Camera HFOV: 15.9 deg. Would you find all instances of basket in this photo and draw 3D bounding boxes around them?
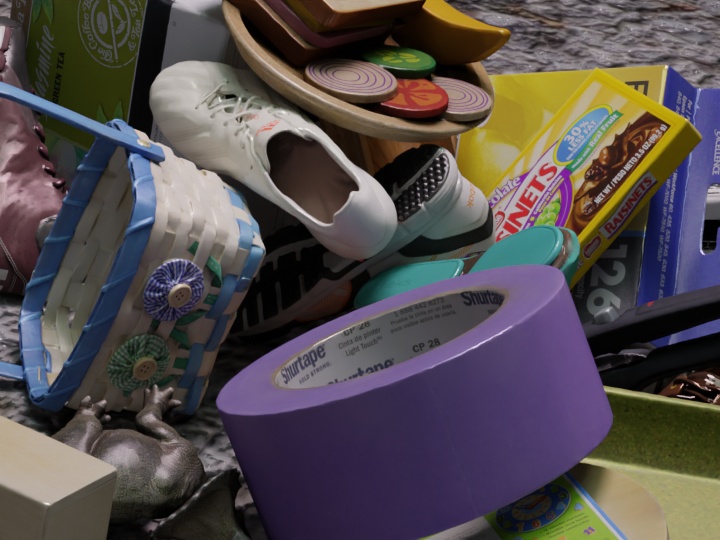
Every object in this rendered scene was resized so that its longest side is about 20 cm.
[{"bbox_3d":[-0.167,-0.009,1.519,0.199,0.177,0.139,17,22,-18],"label":"basket"}]

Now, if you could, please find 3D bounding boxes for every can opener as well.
[{"bbox_3d":[0.183,0.042,1.559,0.200,0.064,0.079,-23,13,32],"label":"can opener"}]

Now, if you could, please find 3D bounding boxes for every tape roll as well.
[{"bbox_3d":[0.029,0.073,1.388,0.199,0.085,0.200,-19,11,4],"label":"tape roll"}]

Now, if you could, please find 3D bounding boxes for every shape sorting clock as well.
[{"bbox_3d":[0.062,0.158,1.330,0.199,0.039,0.200,-13,29,7],"label":"shape sorting clock"}]

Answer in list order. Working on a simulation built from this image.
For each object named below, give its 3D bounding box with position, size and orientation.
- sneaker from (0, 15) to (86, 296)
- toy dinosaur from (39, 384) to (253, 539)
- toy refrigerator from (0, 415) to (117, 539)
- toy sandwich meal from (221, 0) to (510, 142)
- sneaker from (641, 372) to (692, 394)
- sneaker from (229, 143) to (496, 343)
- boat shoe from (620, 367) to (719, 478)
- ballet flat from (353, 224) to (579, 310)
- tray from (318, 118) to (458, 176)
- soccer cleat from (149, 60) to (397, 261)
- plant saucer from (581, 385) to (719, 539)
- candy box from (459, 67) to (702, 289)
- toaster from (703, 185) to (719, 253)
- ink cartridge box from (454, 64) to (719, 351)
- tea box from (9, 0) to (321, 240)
[{"bbox_3d":[-0.217,-0.065,1.704,0.115,0.076,0.201,17,62,-18],"label":"sneaker"},{"bbox_3d":[-0.139,0.107,1.378,0.199,0.077,0.102,12,14,-8],"label":"toy dinosaur"},{"bbox_3d":[-0.227,0.107,1.334,0.199,0.076,0.070,21,23,24],"label":"toy refrigerator"},{"bbox_3d":[0.002,-0.159,1.624,0.204,0.070,0.205,18,30,-11],"label":"toy sandwich meal"},{"bbox_3d":[0.170,0.037,1.745,0.115,0.076,0.201,7,28,-36],"label":"sneaker"},{"bbox_3d":[0.000,0.000,1.633,0.080,0.200,0.074,37,37,-37],"label":"sneaker"},{"bbox_3d":[0.203,0.094,1.597,0.072,0.068,0.200,23,24,26],"label":"boat shoe"},{"bbox_3d":[0.077,0.021,1.527,0.200,0.070,0.067,-14,33,53],"label":"ballet flat"},{"bbox_3d":[0.028,-0.054,1.719,0.037,0.201,0.098,-15,0,42],"label":"tray"},{"bbox_3d":[-0.057,-0.077,1.570,0.200,0.069,0.078,36,-5,27],"label":"soccer cleat"},{"bbox_3d":[0.182,0.149,1.441,0.199,0.048,0.200,10,34,-5],"label":"plant saucer"},{"bbox_3d":[0.118,-0.033,1.637,0.026,0.200,0.102,44,-5,-38],"label":"candy box"},{"bbox_3d":[0.235,-0.038,1.893,0.199,0.114,0.129,0,28,-32],"label":"toaster"},{"bbox_3d":[0.152,-0.038,1.676,0.199,0.198,0.047,-4,-28,27],"label":"ink cartridge box"},{"bbox_3d":[-0.133,-0.111,1.758,0.196,0.201,0.133,25,25,33],"label":"tea box"}]
